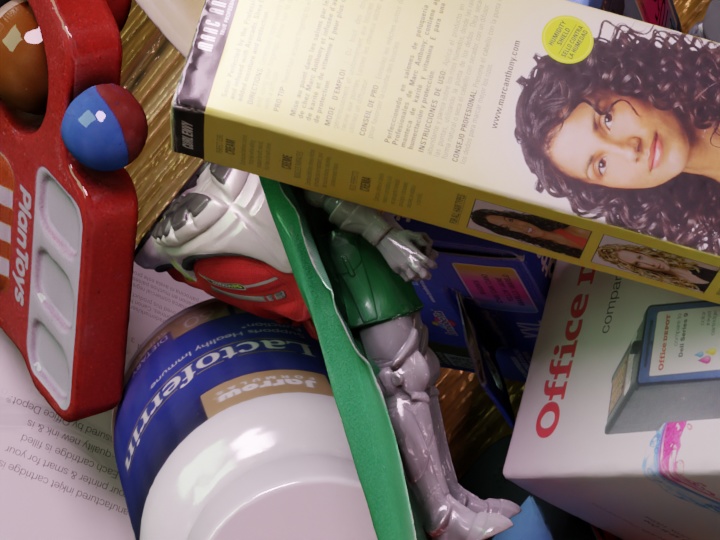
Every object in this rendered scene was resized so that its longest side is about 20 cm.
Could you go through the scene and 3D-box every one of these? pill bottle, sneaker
[{"bbox_3d":[-0.034,0.090,1.012,0.116,0.115,0.200,-56,18,8],"label":"pill bottle"},{"bbox_3d":[-0.039,-0.007,1.033,0.077,0.085,0.200,-49,5,0],"label":"sneaker"}]

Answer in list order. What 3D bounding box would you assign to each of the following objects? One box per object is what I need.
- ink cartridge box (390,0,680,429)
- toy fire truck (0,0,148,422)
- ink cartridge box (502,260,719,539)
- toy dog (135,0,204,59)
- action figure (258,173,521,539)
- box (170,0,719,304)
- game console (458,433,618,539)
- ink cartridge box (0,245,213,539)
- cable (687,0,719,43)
[{"bbox_3d":[0.059,-0.043,0.997,0.076,0.136,0.201,10,71,21],"label":"ink cartridge box"},{"bbox_3d":[-0.136,-0.059,1.057,0.168,0.112,0.201,44,136,40],"label":"toy fire truck"},{"bbox_3d":[0.157,0.017,0.879,0.200,0.087,0.146,-7,61,53],"label":"ink cartridge box"},{"bbox_3d":[0.002,-0.126,1.120,0.139,0.194,0.200,-34,9,10],"label":"toy dog"},{"bbox_3d":[0.000,0.000,0.886,0.054,0.201,0.118,-22,0,5],"label":"action figure"},{"bbox_3d":[0.043,-0.052,0.832,0.050,0.199,0.076,100,-176,-73],"label":"box"},{"bbox_3d":[0.044,0.175,0.964,0.177,0.031,0.200,-47,35,19],"label":"game console"},{"bbox_3d":[-0.144,0.083,1.172,0.083,0.146,0.201,-30,44,46],"label":"ink cartridge box"},{"bbox_3d":[0.213,-0.112,0.859,0.200,0.163,0.051,-20,94,53],"label":"cable"}]
